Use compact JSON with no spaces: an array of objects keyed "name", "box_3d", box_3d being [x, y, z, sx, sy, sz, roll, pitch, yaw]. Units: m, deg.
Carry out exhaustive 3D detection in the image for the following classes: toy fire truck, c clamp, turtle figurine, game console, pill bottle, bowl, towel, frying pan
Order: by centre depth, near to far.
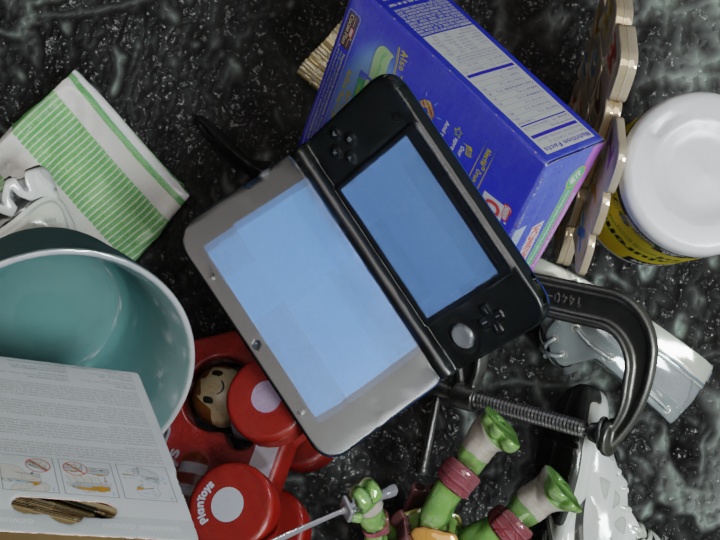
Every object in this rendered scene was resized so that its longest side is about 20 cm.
[{"name":"game console","box_3d":[0.000,0.000,0.849,0.118,0.170,0.201,-34,89,-41]},{"name":"turtle figurine","box_3d":[0.057,0.206,0.887,0.194,0.200,0.144,-46,59,9]},{"name":"bowl","box_3d":[-0.229,0.049,0.911,0.198,0.105,0.203,-9,122,-15]},{"name":"pill bottle","box_3d":[0.227,-0.061,0.917,0.110,0.200,0.113,0,87,0]},{"name":"c clamp","box_3d":[0.135,0.087,0.944,0.198,0.027,0.174,5,91,39]},{"name":"toy fire truck","box_3d":[-0.114,0.136,0.949,0.166,0.112,0.202,13,73,18]},{"name":"frying pan","box_3d":[-0.061,-0.049,0.986,0.031,0.189,0.116,-30,132,-27]},{"name":"towel","box_3d":[-0.254,-0.043,0.997,0.200,0.023,0.153,-44,89,-3]}]

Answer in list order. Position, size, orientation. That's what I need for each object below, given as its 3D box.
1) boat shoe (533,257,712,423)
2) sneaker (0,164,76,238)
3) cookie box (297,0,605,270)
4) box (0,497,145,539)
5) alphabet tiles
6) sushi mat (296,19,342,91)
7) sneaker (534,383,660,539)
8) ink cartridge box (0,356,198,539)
[{"name":"boat shoe","box_3d":[0.180,0.052,0.976,0.199,0.070,0.072,32,91,2]},{"name":"sneaker","box_3d":[-0.310,0.003,0.954,0.199,0.075,0.082,-33,99,-1]},{"name":"cookie box","box_3d":[0.057,-0.087,0.901,0.075,0.172,0.200,-23,61,-39]},{"name":"box","box_3d":[-0.200,0.190,0.862,0.161,0.201,0.022,12,63,8]},{"name":"alphabet tiles","box_3d":[0.170,-0.104,0.913,0.014,0.201,0.197,8,46,-1]},{"name":"sushi mat","box_3d":[0.052,-0.133,1.011,0.200,0.012,0.096,41,87,1]},{"name":"sneaker","box_3d":[0.201,0.195,0.980,0.114,0.076,0.204,6,91,-12]},{"name":"ink cartridge box","box_3d":[-0.201,0.122,0.778,0.160,0.200,0.051,10,114,-26]}]
